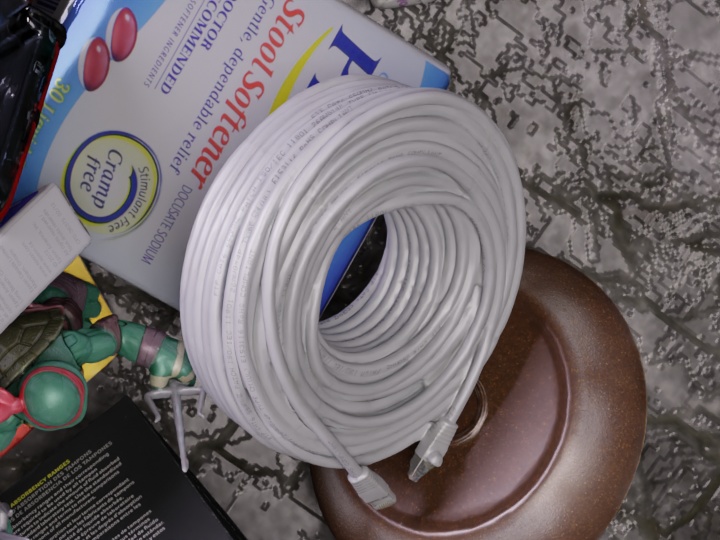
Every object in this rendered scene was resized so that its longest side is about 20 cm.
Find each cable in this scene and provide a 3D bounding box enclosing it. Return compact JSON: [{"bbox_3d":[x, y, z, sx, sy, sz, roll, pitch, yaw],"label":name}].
[{"bbox_3d":[0.000,0.000,1.373,0.200,0.069,0.201,37,83,-46],"label":"cable"}]

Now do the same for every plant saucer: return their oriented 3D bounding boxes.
[{"bbox_3d":[0.055,0.077,1.454,0.199,0.037,0.202,-8,70,23],"label":"plant saucer"}]

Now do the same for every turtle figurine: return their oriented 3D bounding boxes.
[{"bbox_3d":[-0.157,0.061,1.371,0.149,0.200,0.101,-30,110,-7],"label":"turtle figurine"}]

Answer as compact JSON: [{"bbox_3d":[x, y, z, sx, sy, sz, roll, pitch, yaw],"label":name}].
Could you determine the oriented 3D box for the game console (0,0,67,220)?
[{"bbox_3d":[-0.252,-0.090,1.351,0.118,0.199,0.173,33,54,-29],"label":"game console"}]

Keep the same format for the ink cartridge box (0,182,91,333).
[{"bbox_3d":[-0.248,0.054,1.317,0.044,0.198,0.200,54,46,-10],"label":"ink cartridge box"}]

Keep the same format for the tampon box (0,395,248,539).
[{"bbox_3d":[-0.097,0.196,1.401,0.126,0.200,0.150,-38,134,-4],"label":"tampon box"}]

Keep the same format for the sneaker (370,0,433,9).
[{"bbox_3d":[0.007,-0.235,1.449,0.099,0.075,0.201,-25,101,-7],"label":"sneaker"}]

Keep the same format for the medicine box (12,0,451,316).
[{"bbox_3d":[-0.087,-0.079,1.425,0.199,0.103,0.183,29,90,-20],"label":"medicine box"}]

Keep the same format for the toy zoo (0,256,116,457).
[{"bbox_3d":[-0.219,0.036,1.472,0.200,0.020,0.131,-41,102,-3],"label":"toy zoo"}]
